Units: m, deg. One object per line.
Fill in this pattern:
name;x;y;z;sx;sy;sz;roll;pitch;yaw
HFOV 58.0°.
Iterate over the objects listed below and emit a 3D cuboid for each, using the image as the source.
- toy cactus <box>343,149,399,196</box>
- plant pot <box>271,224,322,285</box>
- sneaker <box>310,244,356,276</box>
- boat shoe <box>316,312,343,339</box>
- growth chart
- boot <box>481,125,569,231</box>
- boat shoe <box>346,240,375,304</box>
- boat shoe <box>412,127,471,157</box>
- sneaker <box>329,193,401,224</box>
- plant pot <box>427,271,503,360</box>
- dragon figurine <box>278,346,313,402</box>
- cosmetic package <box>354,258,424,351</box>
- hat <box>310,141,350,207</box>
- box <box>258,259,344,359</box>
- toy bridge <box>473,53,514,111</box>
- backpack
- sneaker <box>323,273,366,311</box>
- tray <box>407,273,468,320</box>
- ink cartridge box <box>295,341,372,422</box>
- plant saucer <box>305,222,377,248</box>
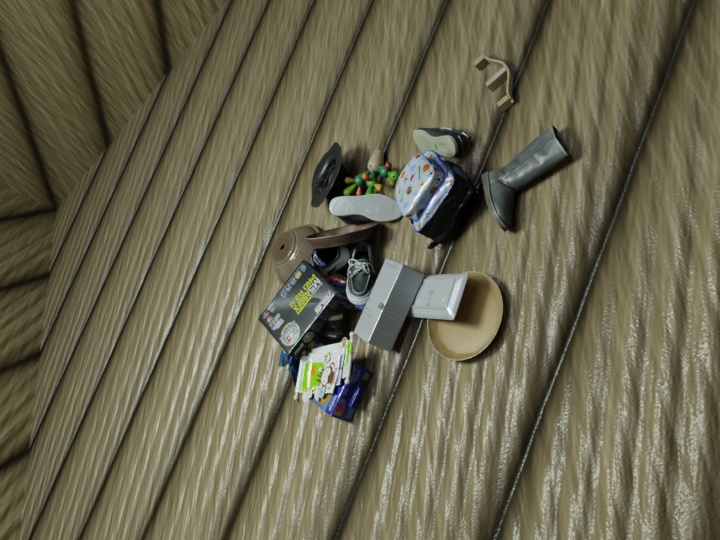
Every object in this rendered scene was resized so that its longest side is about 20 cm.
toy cactus;0.027;-0.265;1.802;0.199;0.102;0.167;-24;43;46
plant pot;-0.197;-0.052;1.910;0.199;0.092;0.204;-25;52;36
sneaker;-0.108;-0.013;1.765;0.199;0.114;0.081;-41;65;24
boat shoe;-0.115;0.148;1.727;0.198;0.071;0.069;-2;99;53
growth chart;-0.088;0.241;1.585;0.198;0.018;0.147;-22;55;37
boot;0.369;-0.202;1.429;0.198;0.072;0.185;-26;54;26
boat shoe;0.003;0.000;1.647;0.072;0.069;0.201;3;41;9
boat shoe;0.206;-0.335;1.675;0.067;0.073;0.199;-31;29;-19
sneaker;0.022;-0.162;1.753;0.196;0.099;0.072;4;84;11
plant pot;0.233;0.102;1.430;0.198;0.027;0.204;-23;55;36
dragon figurine;-0.178;0.239;1.721;0.058;0.098;0.204;19;92;48
cosmetic package;0.067;0.080;1.556;0.101;0.073;0.203;22;90;66
hat;-0.074;-0.267;1.895;0.201;0.080;0.203;-48;32;43
box;-0.154;0.097;1.665;0.201;0.044;0.160;-51;51;4
toy bridge;0.344;-0.479;1.621;0.067;0.027;0.202;-38;47;24
backpack;0.168;-0.191;1.563;0.201;0.153;0.192;-51;27;21
sneaker;-0.021;0.071;1.685;0.198;0.080;0.075;23;45;37
tray;0.167;0.056;1.480;0.199;0.022;0.109;-4;65;64
ink cartridge box;-0.059;0.279;1.604;0.199;0.076;0.138;22;86;48
plant saucer;-0.048;-0.091;1.728;0.198;0.198;0.035;-2;102;45
